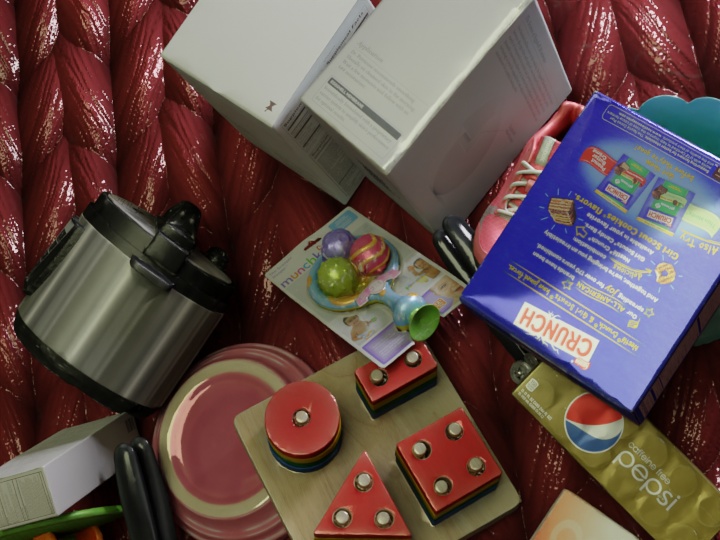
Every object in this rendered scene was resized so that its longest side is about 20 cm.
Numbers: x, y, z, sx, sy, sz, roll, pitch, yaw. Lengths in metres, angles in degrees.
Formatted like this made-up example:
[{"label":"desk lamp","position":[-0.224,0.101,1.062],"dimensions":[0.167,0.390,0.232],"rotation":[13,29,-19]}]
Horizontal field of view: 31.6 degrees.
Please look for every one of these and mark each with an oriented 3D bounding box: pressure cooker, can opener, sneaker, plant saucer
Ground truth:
[{"label":"pressure cooker","position":[-0.219,0.019,1.246],"dimensions":[0.175,0.178,0.201],"rotation":[38,93,37]},{"label":"can opener","position":[0.134,0.034,1.173],"dimensions":[0.078,0.064,0.200],"rotation":[-28,68,-39]},{"label":"can opener","position":[-0.189,0.256,1.192],"dimensions":[0.078,0.063,0.203],"rotation":[-17,84,14]},{"label":"sneaker","position":[0.155,-0.077,1.151],"dimensions":[0.073,0.087,0.201],"rotation":[21,55,18]},{"label":"plant saucer","position":[-0.119,0.166,1.232],"dimensions":[0.197,0.051,0.204],"rotation":[-6,70,18]}]

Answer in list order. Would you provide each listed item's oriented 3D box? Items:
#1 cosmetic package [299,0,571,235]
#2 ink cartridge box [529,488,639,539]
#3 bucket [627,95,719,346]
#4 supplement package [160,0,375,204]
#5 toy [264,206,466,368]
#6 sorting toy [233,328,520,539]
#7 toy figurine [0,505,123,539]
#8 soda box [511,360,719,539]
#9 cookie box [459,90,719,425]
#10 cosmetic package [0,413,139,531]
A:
[{"label":"cosmetic package","position":[0.076,-0.164,1.182],"dimensions":[0.123,0.199,0.200],"rotation":[41,90,25]},{"label":"ink cartridge box","position":[0.210,0.308,1.066],"dimensions":[0.199,0.050,0.163],"rotation":[33,86,29]},{"label":"bucket","position":[0.270,-0.036,1.106],"dimensions":[0.204,0.135,0.211],"rotation":[-6,71,17]},{"label":"supplement package","position":[-0.059,-0.194,1.242],"dimensions":[0.151,0.200,0.152],"rotation":[34,86,26]},{"label":"toy","position":[0.000,0.000,1.197],"dimensions":[0.115,0.048,0.199],"rotation":[-38,47,-16]},{"label":"sorting toy","position":[0.012,0.164,1.138],"dimensions":[0.197,0.070,0.201],"rotation":[-27,67,-11]},{"label":"toy figurine","position":[-0.297,0.337,1.213],"dimensions":[0.198,0.149,0.187],"rotation":[-21,75,36]},{"label":"soda box","position":[0.220,0.151,1.074],"dimensions":[0.068,0.064,0.200],"rotation":[-45,83,1]},{"label":"cookie box","position":[0.202,-0.010,1.007],"dimensions":[0.170,0.075,0.201],"rotation":[34,87,25]},{"label":"cosmetic package","position":[-0.282,0.188,1.203],"dimensions":[0.081,0.200,0.051],"rotation":[-14,95,15]}]
